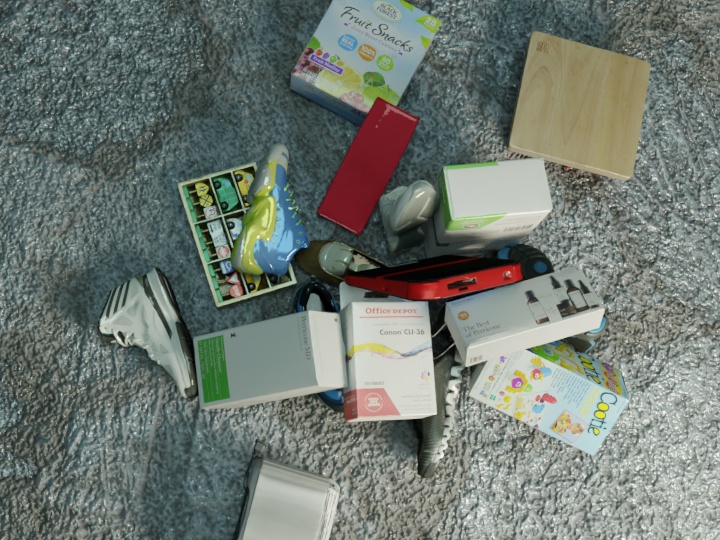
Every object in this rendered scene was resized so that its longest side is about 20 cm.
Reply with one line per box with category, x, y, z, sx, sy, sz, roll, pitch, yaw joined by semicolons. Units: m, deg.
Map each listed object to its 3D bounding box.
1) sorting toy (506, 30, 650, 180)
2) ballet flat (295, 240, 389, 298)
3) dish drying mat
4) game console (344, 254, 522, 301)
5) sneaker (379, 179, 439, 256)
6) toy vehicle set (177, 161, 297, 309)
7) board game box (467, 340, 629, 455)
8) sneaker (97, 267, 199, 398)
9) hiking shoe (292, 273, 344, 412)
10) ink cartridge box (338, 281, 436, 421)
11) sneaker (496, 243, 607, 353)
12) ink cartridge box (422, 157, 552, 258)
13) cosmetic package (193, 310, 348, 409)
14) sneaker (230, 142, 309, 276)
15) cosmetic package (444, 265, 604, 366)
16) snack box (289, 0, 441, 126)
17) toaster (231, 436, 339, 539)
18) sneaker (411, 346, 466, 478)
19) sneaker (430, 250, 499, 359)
sorting toy;0.340;-0.252;1.528;0.199;0.070;0.200;14;76;-4
ballet flat;0.000;0.000;1.431;0.200;0.072;0.068;26;76;0
dish drying mat;0.012;-0.158;1.460;0.077;0.018;0.200;28;99;-2
game console;0.105;0.009;1.339;0.200;0.177;0.031;-10;99;-36
sneaker;0.059;-0.089;1.395;0.070;0.200;0.080;-23;75;-15
toy vehicle set;-0.186;-0.053;1.444;0.124;0.027;0.200;-18;80;-10
board game box;0.269;0.162;1.393;0.200;0.103;0.105;26;111;0
sneaker;-0.306;0.105;1.382;0.115;0.076;0.201;-23;73;-2
hiking shoe;-0.054;0.110;1.393;0.074;0.087;0.200;-19;80;-10
ink cartridge box;0.035;0.106;1.345;0.116;0.067;0.200;0;76;-17
sneaker;0.271;0.043;1.413;0.073;0.082;0.200;-32;61;-19
ink cartridge box;0.177;-0.087;1.406;0.145;0.200;0.084;-6;76;-8
cosmetic package;-0.125;0.126;1.334;0.200;0.085;0.108;-16;76;28
sneaker;-0.118;-0.082;1.416;0.105;0.076;0.200;19;83;-15
cosmetic package;0.223;0.060;1.320;0.200;0.051;0.083;-16;52;-10
snack box;0.007;-0.339;1.509;0.169;0.068;0.200;27;75;-2
toaster;-0.108;0.342;1.325;0.129;0.114;0.200;16;74;-7
sneaker;0.095;0.200;1.404;0.090;0.066;0.200;15;73;0
sneaker;0.162;0.048;1.435;0.060;0.104;0.200;44;37;-4
